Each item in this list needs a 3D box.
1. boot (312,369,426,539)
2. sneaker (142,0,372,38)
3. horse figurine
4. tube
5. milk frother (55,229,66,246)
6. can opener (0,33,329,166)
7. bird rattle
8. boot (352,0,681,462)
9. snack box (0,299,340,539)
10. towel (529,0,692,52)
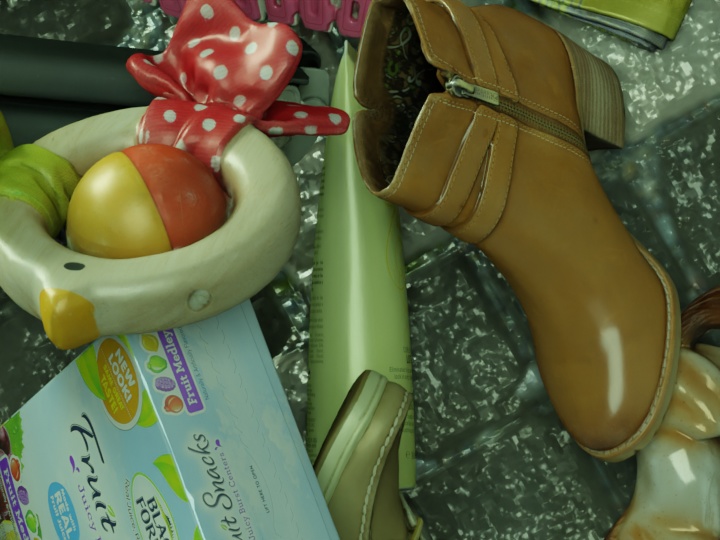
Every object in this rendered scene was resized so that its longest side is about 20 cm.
[{"bbox_3d":[0.042,0.147,1.175,0.154,0.072,0.201,17,120,10],"label":"boot"},{"bbox_3d":[-0.039,-0.163,1.266,0.199,0.074,0.087,14,43,28],"label":"sneaker"},{"bbox_3d":[0.160,0.090,1.210,0.132,0.050,0.201,7,91,25],"label":"horse figurine"},{"bbox_3d":[0.000,0.000,1.240,0.052,0.058,0.201,2,84,-34],"label":"tube"},{"bbox_3d":[-0.264,-0.048,1.213,0.188,0.200,0.181,-32,76,1],"label":"milk frother"},{"bbox_3d":[-0.099,-0.078,1.221,0.066,0.199,0.053,45,123,41],"label":"can opener"},{"bbox_3d":[-0.089,-0.028,1.115,0.199,0.113,0.163,-11,39,-22],"label":"bird rattle"},{"bbox_3d":[0.066,-0.022,1.181,0.076,0.155,0.201,-12,74,37],"label":"boot"},{"bbox_3d":[-0.085,0.120,1.167,0.067,0.200,0.169,-14,77,-32],"label":"snack box"},{"bbox_3d":[0.113,-0.212,1.279,0.143,0.023,0.201,22,85,10],"label":"towel"}]
